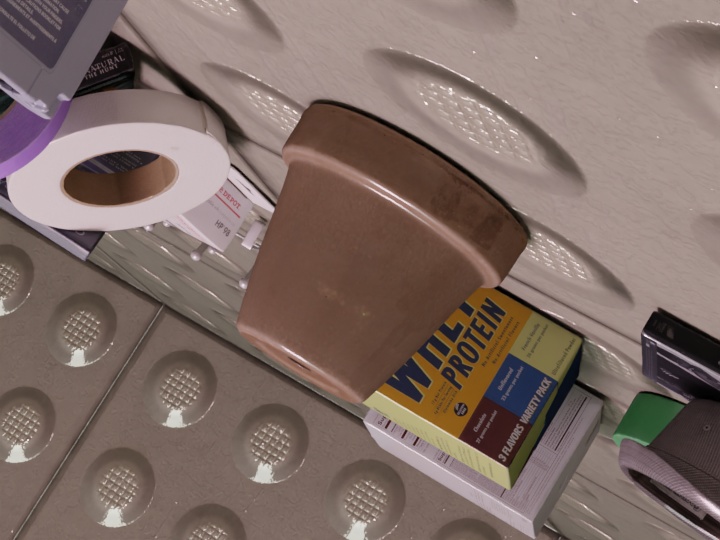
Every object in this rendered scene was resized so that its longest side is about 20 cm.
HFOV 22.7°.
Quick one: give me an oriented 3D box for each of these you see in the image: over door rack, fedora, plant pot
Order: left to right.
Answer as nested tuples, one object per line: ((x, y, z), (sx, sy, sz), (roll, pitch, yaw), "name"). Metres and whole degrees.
((-0.180, -0.046, 2.087), (0.148, 0.067, 0.200), (30, 171, 7), "over door rack")
((0.000, 0.000, 1.344), (0.200, 0.175, 0.200), (30, 171, 5), "plant pot")
((0.292, 0.164, 1.347), (0.200, 0.090, 0.177), (32, 172, 46), "fedora")

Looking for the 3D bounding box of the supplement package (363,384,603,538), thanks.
((0.132, 0.161, 1.874), (0.200, 0.147, 0.191), (30, 171, 12), "supplement package")

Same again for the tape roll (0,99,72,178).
((-0.335, -0.171, 1.468), (0.200, 0.200, 0.066), (32, 172, -2), "tape roll")

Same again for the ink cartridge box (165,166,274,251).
((-0.194, -0.090, 1.878), (0.200, 0.067, 0.116), (26, 169, 35), "ink cartridge box")

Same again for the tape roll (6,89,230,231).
((-0.216, -0.096, 1.602), (0.202, 0.037, 0.203), (-10, 155, -5), "tape roll")

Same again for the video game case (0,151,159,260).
((-0.281, -0.112, 1.733), (0.143, 0.200, 0.019), (33, 134, -5), "video game case")

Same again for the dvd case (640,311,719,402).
((0.304, 0.104, 1.352), (0.200, 0.025, 0.150), (29, 171, 15), "dvd case")

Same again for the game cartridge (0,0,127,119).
((-0.226, -0.199, 1.145), (0.041, 0.133, 0.200), (26, 170, 33), "game cartridge")

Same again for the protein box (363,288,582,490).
((0.086, 0.087, 1.662), (0.200, 0.135, 0.199), (30, 172, 11), "protein box")

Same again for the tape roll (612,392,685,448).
((0.329, 0.184, 1.644), (0.200, 0.048, 0.200), (32, 171, 5), "tape roll")

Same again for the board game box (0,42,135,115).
((-0.295, -0.140, 1.575), (0.135, 0.200, 0.028), (140, 107, -78), "board game box")
